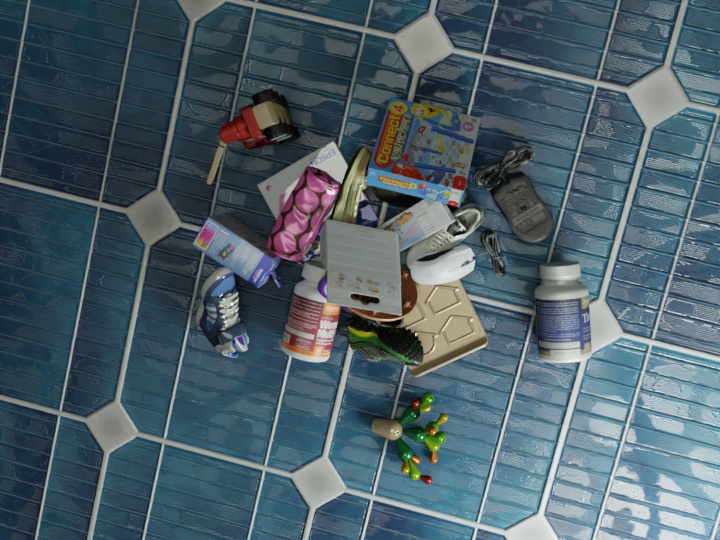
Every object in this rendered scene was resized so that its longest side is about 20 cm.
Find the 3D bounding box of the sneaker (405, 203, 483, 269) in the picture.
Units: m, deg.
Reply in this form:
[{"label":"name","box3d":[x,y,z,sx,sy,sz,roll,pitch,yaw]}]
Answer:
[{"label":"sneaker","box3d":[0.175,-0.072,1.643,0.200,0.081,0.076,-42,93,10]}]

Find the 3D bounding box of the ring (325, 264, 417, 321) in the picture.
[{"label":"ring","box3d":[0.026,0.022,1.585,0.200,0.201,0.019,27,130,2]}]

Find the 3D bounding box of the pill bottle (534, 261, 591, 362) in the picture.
[{"label":"pill bottle","box3d":[0.422,0.085,1.621,0.111,0.111,0.200,-5,96,6]}]

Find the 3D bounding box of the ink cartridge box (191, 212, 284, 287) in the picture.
[{"label":"ink cartridge box","box3d":[-0.242,-0.037,1.658,0.200,0.136,0.076,31,100,2]}]

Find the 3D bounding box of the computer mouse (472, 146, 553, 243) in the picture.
[{"label":"computer mouse","box3d":[0.338,-0.150,1.637,0.138,0.053,0.200,-27,83,7]}]

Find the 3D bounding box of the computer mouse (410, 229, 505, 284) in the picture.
[{"label":"computer mouse","box3d":[0.204,-0.012,1.617,0.200,0.044,0.110,-18,120,-4]}]

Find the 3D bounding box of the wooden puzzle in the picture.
[{"label":"wooden puzzle","box3d":[0.155,0.105,1.685,0.185,0.046,0.200,-26,89,7]}]

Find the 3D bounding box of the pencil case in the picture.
[{"label":"pencil case","box3d":[-0.115,-0.115,1.624,0.094,0.091,0.200,34,104,35]}]

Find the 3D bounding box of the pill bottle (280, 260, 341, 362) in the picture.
[{"label":"pill bottle","box3d":[-0.099,0.087,1.672,0.109,0.110,0.200,14,98,4]}]

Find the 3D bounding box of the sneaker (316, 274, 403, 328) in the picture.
[{"label":"sneaker","box3d":[0.010,0.065,1.590,0.200,0.100,0.070,23,104,-23]}]

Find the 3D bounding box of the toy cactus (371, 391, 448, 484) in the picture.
[{"label":"toy cactus","box3d":[0.104,0.363,1.701,0.165,0.102,0.200,9,106,14]}]

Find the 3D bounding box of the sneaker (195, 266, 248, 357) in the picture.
[{"label":"sneaker","box3d":[-0.277,0.101,1.662,0.146,0.081,0.200,46,136,18]}]

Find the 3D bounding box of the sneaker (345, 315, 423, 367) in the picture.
[{"label":"sneaker","box3d":[0.055,0.162,1.658,0.200,0.078,0.085,22,127,40]}]

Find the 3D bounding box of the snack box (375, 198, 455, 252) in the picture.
[{"label":"snack box","box3d":[0.101,-0.090,1.633,0.200,0.024,0.072,-29,94,34]}]

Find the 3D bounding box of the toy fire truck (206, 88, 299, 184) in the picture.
[{"label":"toy fire truck","box3d":[-0.239,-0.274,1.611,0.200,0.176,0.129,-20,95,8]}]

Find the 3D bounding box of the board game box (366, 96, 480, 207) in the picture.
[{"label":"board game box","box3d":[0.130,-0.245,1.586,0.195,0.056,0.200,14,60,3]}]

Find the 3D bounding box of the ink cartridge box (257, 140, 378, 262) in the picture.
[{"label":"ink cartridge box","box3d":[-0.091,-0.147,1.680,0.196,0.043,0.200,-30,91,7]}]

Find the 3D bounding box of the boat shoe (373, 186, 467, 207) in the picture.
[{"label":"boat shoe","box3d":[0.129,-0.180,1.645,0.200,0.076,0.074,3,69,14]}]

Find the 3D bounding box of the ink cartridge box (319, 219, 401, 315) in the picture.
[{"label":"ink cartridge box","box3d":[0.000,0.000,1.560,0.160,0.047,0.200,10,56,-18]}]

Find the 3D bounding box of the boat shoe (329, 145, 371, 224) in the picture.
[{"label":"boat shoe","box3d":[-0.011,-0.160,1.619,0.063,0.073,0.201,18,102,-8]}]
